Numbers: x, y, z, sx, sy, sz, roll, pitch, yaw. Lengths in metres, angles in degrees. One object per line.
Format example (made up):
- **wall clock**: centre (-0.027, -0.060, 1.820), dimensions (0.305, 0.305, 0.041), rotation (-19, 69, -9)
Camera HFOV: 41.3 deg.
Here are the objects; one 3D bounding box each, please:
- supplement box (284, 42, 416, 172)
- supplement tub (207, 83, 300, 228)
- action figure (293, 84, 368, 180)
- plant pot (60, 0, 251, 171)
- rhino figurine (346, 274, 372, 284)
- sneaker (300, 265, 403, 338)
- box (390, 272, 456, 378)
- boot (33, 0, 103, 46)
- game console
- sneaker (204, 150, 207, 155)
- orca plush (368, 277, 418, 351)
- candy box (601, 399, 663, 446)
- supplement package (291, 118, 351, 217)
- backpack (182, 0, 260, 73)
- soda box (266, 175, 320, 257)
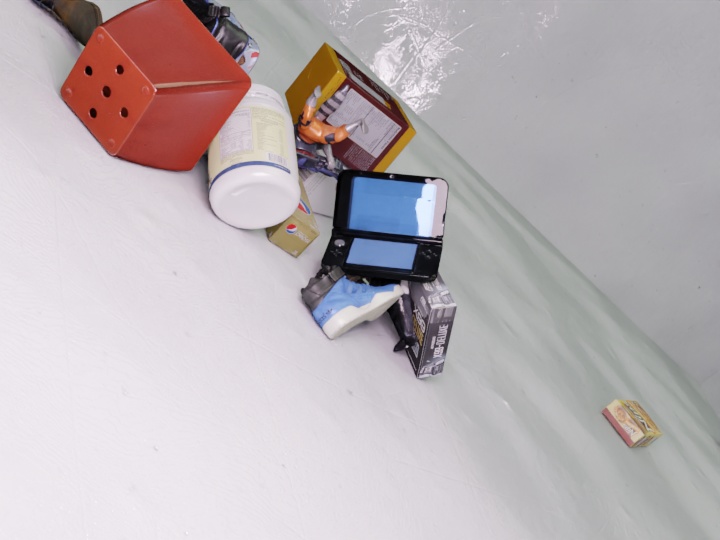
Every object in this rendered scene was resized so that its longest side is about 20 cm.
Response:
- **supplement box**: centre (-0.022, -0.306, 1.851), dimensions (0.199, 0.133, 0.198), rotation (34, 17, -25)
- **supplement tub**: centre (-0.175, -0.185, 1.538), dimensions (0.145, 0.144, 0.201), rotation (28, 42, -43)
- **action figure**: centre (-0.066, -0.233, 1.690), dimensions (0.199, 0.193, 0.105), rotation (22, 56, -32)
- **plant pot**: centre (-0.323, -0.273, 1.428), dimensions (0.200, 0.200, 0.176), rotation (48, 30, 9)
- **rhino figurine**: centre (0.000, 0.000, 1.750), dimensions (0.088, 0.060, 0.200), rotation (56, 18, 21)
- **sneaker**: centre (-0.016, 0.031, 1.561), dimensions (0.199, 0.077, 0.111), rotation (-24, 71, -48)
- **box**: centre (0.104, 0.064, 1.688), dimensions (0.049, 0.159, 0.201), rotation (-4, 39, -16)
- **boot**: centre (-0.497, -0.432, 1.578), dimensions (0.096, 0.075, 0.200), rotation (9, 31, -43)
- **game console**: centre (0.043, -0.078, 1.633), dimensions (0.198, 0.117, 0.176), rotation (6, 32, 8)
- **sneaker**: centre (-0.238, -0.217, 1.670), dimensions (0.200, 0.070, 0.080), rotation (37, 17, -25)
- **orca plush**: centre (0.043, 0.043, 1.677), dimensions (0.105, 0.070, 0.202), rotation (142, -57, -71)
- **candy box**: centre (0.716, 0.400, 2.506), dimensions (0.116, 0.055, 0.200), rotation (54, 19, 26)
- **supplement package**: centre (-0.087, -0.197, 1.882), dimensions (0.120, 0.121, 0.200), rotation (51, 19, 22)
- **backpack**: centre (-0.277, -0.389, 1.679), dimensions (0.154, 0.200, 0.191), rotation (28, 21, -44)
- **soda box**: centre (-0.132, -0.113, 1.690), dimensions (0.068, 0.064, 0.201), rotation (34, 22, -32)
